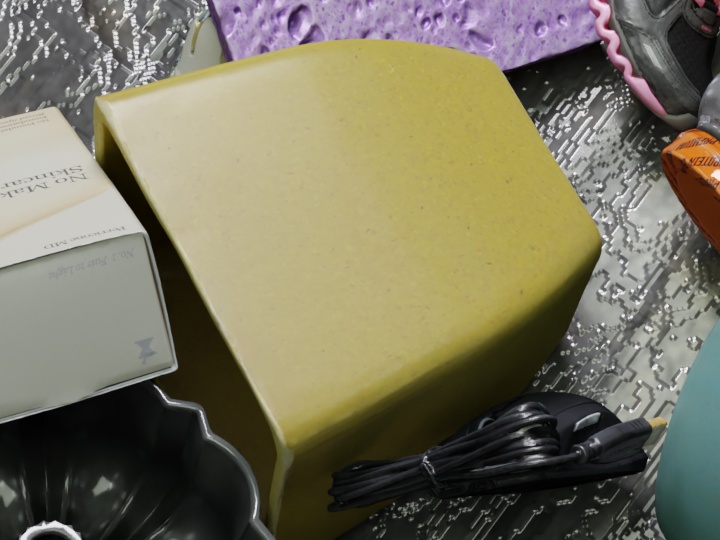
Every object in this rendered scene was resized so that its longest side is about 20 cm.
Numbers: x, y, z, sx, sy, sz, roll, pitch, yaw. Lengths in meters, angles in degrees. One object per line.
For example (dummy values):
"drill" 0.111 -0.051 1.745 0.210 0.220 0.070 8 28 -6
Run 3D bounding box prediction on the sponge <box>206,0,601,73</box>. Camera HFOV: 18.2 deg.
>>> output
"sponge" 0.023 -0.144 1.177 0.200 0.030 0.112 -19 92 -12

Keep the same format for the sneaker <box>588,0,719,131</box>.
"sneaker" 0.170 -0.173 1.167 0.095 0.079 0.200 -15 71 28

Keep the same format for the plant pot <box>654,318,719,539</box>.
"plant pot" 0.232 0.093 1.029 0.161 0.201 0.201 20 77 25

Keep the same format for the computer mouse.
"computer mouse" 0.088 0.074 1.038 0.140 0.200 0.046 -17 78 39

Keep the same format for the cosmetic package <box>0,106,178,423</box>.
"cosmetic package" -0.163 -0.007 1.053 0.103 0.200 0.073 -16 114 -15

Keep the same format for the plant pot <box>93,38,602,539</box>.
"plant pot" 0.000 0.000 1.099 0.200 0.194 0.196 -25 70 -16

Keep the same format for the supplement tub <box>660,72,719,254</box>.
"supplement tub" 0.255 -0.082 1.113 0.200 0.123 0.123 -39 71 -4

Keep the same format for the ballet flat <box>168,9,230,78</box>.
"ballet flat" -0.059 -0.135 1.209 0.074 0.074 0.200 24 78 15

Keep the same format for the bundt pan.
"bundt pan" -0.142 0.144 1.019 0.202 0.076 0.202 4 59 -7
